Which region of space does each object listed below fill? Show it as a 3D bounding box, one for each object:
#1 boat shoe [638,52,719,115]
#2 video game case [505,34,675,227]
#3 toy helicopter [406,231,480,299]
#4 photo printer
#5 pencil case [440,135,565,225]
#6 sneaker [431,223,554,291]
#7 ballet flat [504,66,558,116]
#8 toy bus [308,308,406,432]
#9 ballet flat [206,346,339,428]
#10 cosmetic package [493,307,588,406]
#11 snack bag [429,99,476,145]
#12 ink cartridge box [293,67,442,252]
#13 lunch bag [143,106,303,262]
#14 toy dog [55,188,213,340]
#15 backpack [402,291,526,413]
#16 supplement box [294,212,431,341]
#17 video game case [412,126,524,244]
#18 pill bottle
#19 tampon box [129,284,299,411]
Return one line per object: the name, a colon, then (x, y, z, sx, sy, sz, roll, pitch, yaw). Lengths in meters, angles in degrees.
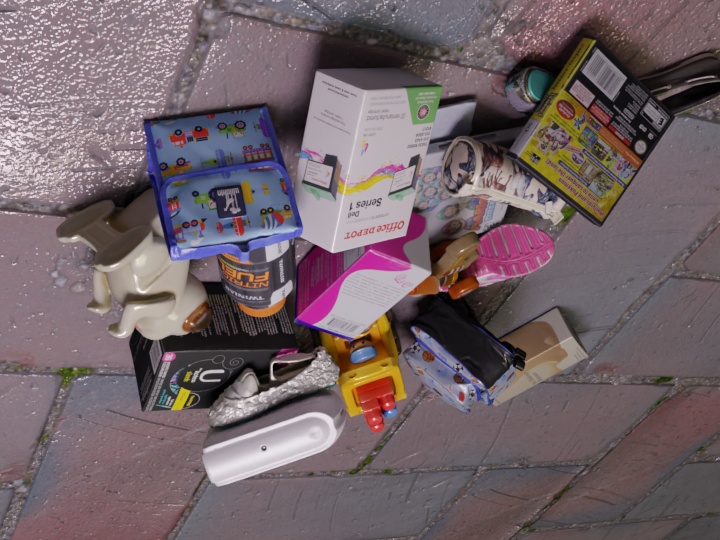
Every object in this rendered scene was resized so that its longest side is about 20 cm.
boat shoe: (0.414, -0.235, 1.324, 0.200, 0.057, 0.067, -25, 143, 6)
video game case: (0.304, -0.177, 1.252, 0.200, 0.025, 0.181, 30, 95, -37)
toy helicopter: (0.113, -0.006, 1.341, 0.132, 0.079, 0.200, -24, 168, -18)
photo printer: (-0.118, 0.228, 1.367, 0.200, 0.070, 0.166, -19, -173, -1)
pencil case: (0.194, -0.120, 1.272, 0.200, 0.090, 0.078, 9, 134, -38)
sneaker: (0.201, -0.021, 1.463, 0.200, 0.081, 0.088, -12, 176, 23)
ballet flat: (0.268, -0.220, 1.276, 0.200, 0.072, 0.072, 15, 131, -34)
toy bus: (0.005, 0.145, 1.493, 0.136, 0.192, 0.200, -17, 142, -3)
ballet flat: (-0.129, 0.157, 1.351, 0.200, 0.072, 0.072, -20, 143, -8)
cosmetic package: (0.303, 0.160, 1.753, 0.200, 0.071, 0.105, -32, 142, 14)
snack bag: (0.058, -0.151, 1.289, 0.200, 0.021, 0.189, -14, 144, -14)
ink cartridge box: (0.004, -0.134, 1.142, 0.145, 0.084, 0.200, -15, 126, -47)
lunch bag: (-0.160, -0.085, 1.116, 0.150, 0.200, 0.094, -10, 142, -15)
toy dog: (-0.268, 0.002, 1.231, 0.194, 0.139, 0.200, -45, 139, -31)
backpack: (0.170, 0.147, 1.574, 0.154, 0.200, 0.190, -46, 156, 1)
supplement box: (0.000, 0.000, 1.342, 0.101, 0.103, 0.200, 21, 140, -27)
video game case: (0.134, -0.111, 1.347, 0.182, 0.024, 0.200, -13, 145, -17)
pill bottle: (-0.139, -0.023, 1.283, 0.106, 0.106, 0.200, -13, 142, -11)
tampon box: (-0.216, 0.112, 1.396, 0.200, 0.126, 0.150, 1, 139, -27)
